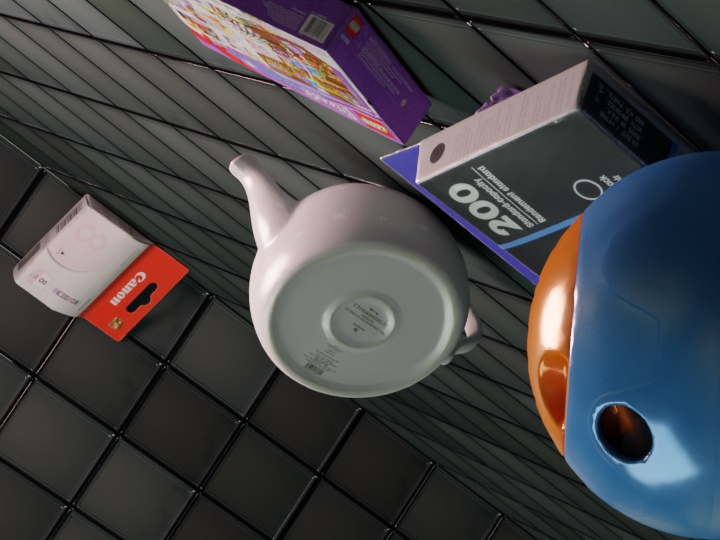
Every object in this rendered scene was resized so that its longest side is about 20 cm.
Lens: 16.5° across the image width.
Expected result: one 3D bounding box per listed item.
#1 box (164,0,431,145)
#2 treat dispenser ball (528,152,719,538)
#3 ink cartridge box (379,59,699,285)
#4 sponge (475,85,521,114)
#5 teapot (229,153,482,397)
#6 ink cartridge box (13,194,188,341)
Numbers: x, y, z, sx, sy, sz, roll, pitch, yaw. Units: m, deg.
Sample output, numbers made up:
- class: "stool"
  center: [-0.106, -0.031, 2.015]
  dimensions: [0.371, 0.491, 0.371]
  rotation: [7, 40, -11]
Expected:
- class: "box"
  center: [-0.058, -0.167, 1.695]
  dimensions: [0.200, 0.039, 0.137]
  rotation: [29, 170, 33]
- class: "treat dispenser ball"
  center: [0.188, 0.039, 1.296]
  dimensions: [0.200, 0.201, 0.201]
  rotation: [33, 172, 5]
- class: "ink cartridge box"
  center: [0.135, -0.026, 1.481]
  dimensions: [0.198, 0.044, 0.200]
  rotation: [37, 147, -23]
- class: "sponge"
  center: [0.153, -0.029, 1.569]
  dimensions: [0.111, 0.030, 0.200]
  rotation: [25, 157, 43]
- class: "teapot"
  center: [0.000, 0.000, 2.083]
  dimensions: [0.146, 0.196, 0.201]
  rotation: [-96, -1, -52]
- class: "ink cartridge box"
  center: [-0.367, 0.006, 3.521]
  dimensions: [0.200, 0.163, 0.057]
  rotation: [39, -162, -23]
